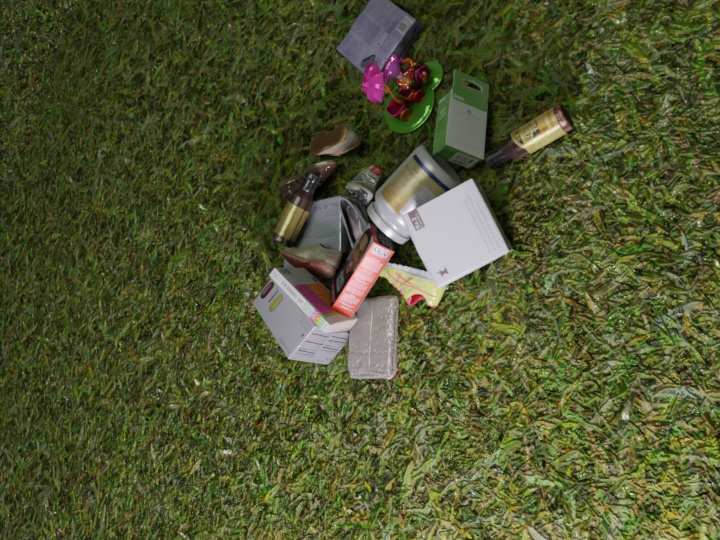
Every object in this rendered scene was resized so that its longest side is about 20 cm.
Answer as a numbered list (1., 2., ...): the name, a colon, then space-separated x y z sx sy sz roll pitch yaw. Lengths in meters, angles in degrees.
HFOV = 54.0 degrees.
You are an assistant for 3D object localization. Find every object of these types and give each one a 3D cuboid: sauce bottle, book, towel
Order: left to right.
1. sauce bottle: -0.163 -0.160 1.853 0.065 0.065 0.201 33 98 37
2. book: -0.113 0.067 1.693 0.200 0.133 0.048 45 108 21
3. towel: 0.032 0.160 1.695 0.132 0.034 0.202 -5 74 35
4. sauce bottle: 0.363 -0.285 1.539 0.199 0.066 0.066 -30 62 29

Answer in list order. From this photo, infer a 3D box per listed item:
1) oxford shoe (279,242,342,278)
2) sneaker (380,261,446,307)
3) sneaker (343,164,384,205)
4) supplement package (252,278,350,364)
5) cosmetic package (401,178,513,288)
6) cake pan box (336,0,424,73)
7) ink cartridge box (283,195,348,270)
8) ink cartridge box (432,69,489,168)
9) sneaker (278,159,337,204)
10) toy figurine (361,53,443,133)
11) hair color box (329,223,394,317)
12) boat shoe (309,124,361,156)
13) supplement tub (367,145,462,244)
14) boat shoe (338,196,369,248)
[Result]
1. oxford shoe: -0.123 -0.034 1.802 0.199 0.071 0.074 17 66 39
2. sneaker: 0.109 0.033 1.644 0.199 0.078 0.091 16 95 40
3. sneaker: 0.015 -0.218 1.726 0.070 0.200 0.094 36 96 -5
4. supplement package: -0.145 0.119 1.760 0.111 0.155 0.200 -50 55 16
5. cosmetic package: 0.207 -0.077 1.473 0.164 0.200 0.166 -28 86 14
6. cake pan box: 0.051 -0.617 1.870 0.200 0.052 0.184 -53 56 14
7. ink cartridge box: -0.119 -0.084 1.866 0.198 0.040 0.202 -7 75 36
8. ink cartridge box: 0.231 -0.345 1.612 0.059 0.103 0.202 -31 47 60
9. sneaker: -0.133 -0.236 1.912 0.199 0.070 0.076 -21 85 35
10. toy figurine: 0.089 -0.457 1.715 0.200 0.184 0.150 -52 54 14
11. hair color box: 0.000 0.000 1.672 0.201 0.061 0.102 -57 20 22
12. boat shoe: -0.067 -0.333 1.874 0.200 0.069 0.074 2 75 58
13. supplement tub: 0.124 -0.174 1.640 0.200 0.144 0.145 -46 56 19
14. boat shoe: -0.002 -0.094 1.764 0.074 0.065 0.203 -31 64 28
